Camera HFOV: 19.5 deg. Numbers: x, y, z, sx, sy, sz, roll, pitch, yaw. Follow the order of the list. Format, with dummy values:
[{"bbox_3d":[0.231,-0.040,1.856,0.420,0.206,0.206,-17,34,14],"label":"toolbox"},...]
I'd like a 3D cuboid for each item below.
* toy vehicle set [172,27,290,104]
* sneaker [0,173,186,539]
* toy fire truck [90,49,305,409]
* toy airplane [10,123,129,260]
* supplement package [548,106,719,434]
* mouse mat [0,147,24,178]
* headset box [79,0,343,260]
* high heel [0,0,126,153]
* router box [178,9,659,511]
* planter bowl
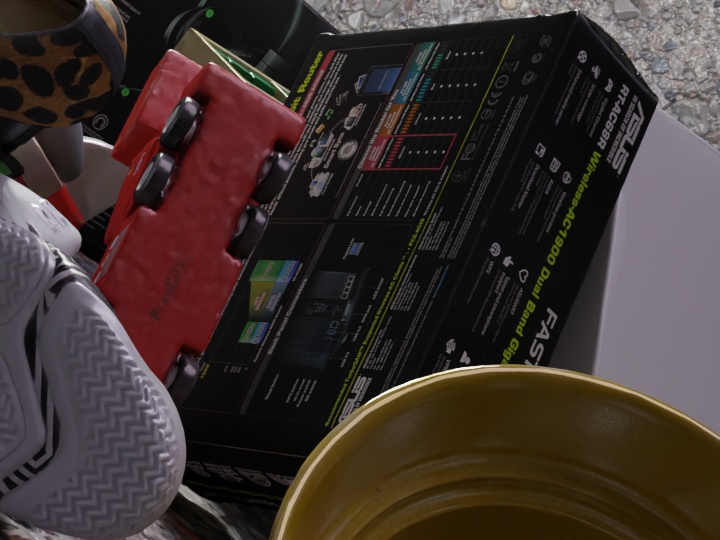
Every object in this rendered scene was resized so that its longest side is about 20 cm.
[{"bbox_3d":[-0.006,-0.047,1.095,0.200,0.027,0.124,29,13,-51],"label":"toy vehicle set"},{"bbox_3d":[-0.116,0.014,0.685,0.200,0.075,0.115,38,6,22],"label":"sneaker"},{"bbox_3d":[-0.080,-0.011,0.819,0.049,0.201,0.141,29,-27,-13],"label":"toy fire truck"},{"bbox_3d":[-0.168,-0.093,0.915,0.200,0.141,0.199,41,4,15],"label":"toy airplane"},{"bbox_3d":[0.090,0.047,0.866,0.117,0.201,0.117,28,-28,-37],"label":"supplement package"},{"bbox_3d":[-0.204,-0.070,0.678,0.160,0.008,0.200,15,-9,7],"label":"mouse mat"},{"bbox_3d":[-0.131,-0.123,1.161,0.174,0.200,0.093,35,6,-40],"label":"headset box"},{"bbox_3d":[-0.172,-0.105,0.677,0.199,0.072,0.142,28,-19,-19],"label":"high heel"},{"bbox_3d":[0.011,-0.001,0.815,0.149,0.201,0.062,3,-30,47],"label":"router box"},{"bbox_3d":[0.055,0.134,0.625,0.199,0.084,0.201,11,50,-14],"label":"planter bowl"}]
